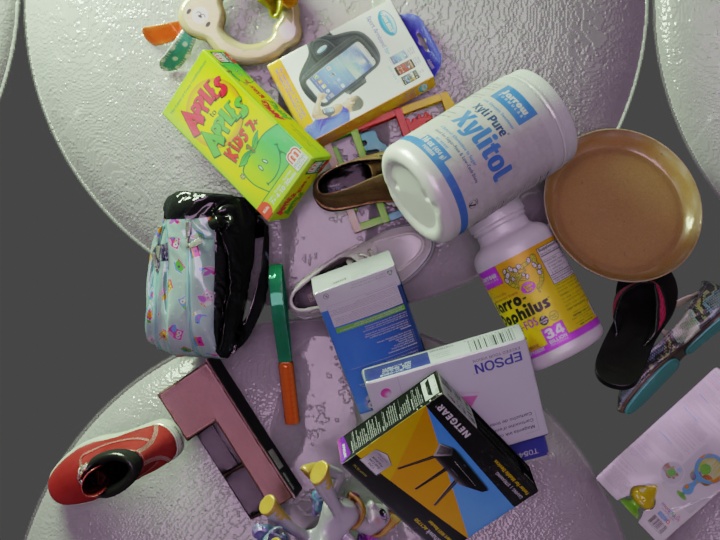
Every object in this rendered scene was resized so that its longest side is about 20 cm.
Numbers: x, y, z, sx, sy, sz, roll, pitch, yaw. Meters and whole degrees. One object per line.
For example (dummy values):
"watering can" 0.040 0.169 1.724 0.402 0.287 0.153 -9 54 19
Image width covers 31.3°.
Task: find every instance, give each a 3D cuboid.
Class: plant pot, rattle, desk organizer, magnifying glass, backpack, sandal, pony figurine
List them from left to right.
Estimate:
"backpack" -0.190 0.007 1.556 0.126 0.167 0.200 5 92 18
"rattle" -0.171 -0.307 1.563 0.200 0.143 0.130 -8 107 -4
"desk organizer" -0.160 0.211 1.582 0.077 0.072 0.200 -33 88 3
"magnifying glass" -0.094 0.091 1.586 0.022 0.080 0.200 -4 99 0
"pony figurine" -0.040 0.324 1.522 0.166 0.200 0.193 26 82 44
"plant pot" 0.317 -0.077 1.567 0.200 0.027 0.200 3 70 -8
"sandal" 0.332 0.053 1.533 0.075 0.045 0.200 13 53 18

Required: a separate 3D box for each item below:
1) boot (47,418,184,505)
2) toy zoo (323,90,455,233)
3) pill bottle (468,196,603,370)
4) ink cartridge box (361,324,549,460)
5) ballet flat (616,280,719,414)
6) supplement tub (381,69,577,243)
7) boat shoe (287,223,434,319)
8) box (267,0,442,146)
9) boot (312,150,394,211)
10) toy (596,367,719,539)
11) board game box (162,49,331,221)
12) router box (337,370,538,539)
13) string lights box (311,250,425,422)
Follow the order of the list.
"boot" -0.323 0.246 1.529 0.200 0.144 0.073 -26 92 25
"toy zoo" 0.065 -0.140 1.606 0.200 0.020 0.131 -20 88 1
"pill bottle" 0.205 0.013 1.556 0.104 0.104 0.200 -28 87 1
"ink cartridge box" 0.121 0.180 1.541 0.196 0.043 0.200 -17 117 1
"ballet flat" 0.375 0.090 1.576 0.200 0.074 0.074 -42 88 -1
"supplement tub" 0.138 -0.134 1.499 0.200 0.132 0.132 -34 88 -17
"boat shoe" 0.000 0.000 1.582 0.200 0.066 0.072 -22 88 1
"box" -0.001 -0.247 1.591 0.200 0.041 0.119 -29 76 3
"boot" 0.039 -0.119 1.559 0.200 0.075 0.074 -18 84 -2
"toy" 0.398 0.224 1.574 0.200 0.047 0.115 -44 91 4
"board game box" -0.140 -0.165 1.557 0.200 0.048 0.102 45 115 16
"router box" 0.092 0.230 1.510 0.149 0.051 0.200 -37 119 14
"string lights box" 0.022 0.089 1.549 0.103 0.059 0.200 -19 111 1
